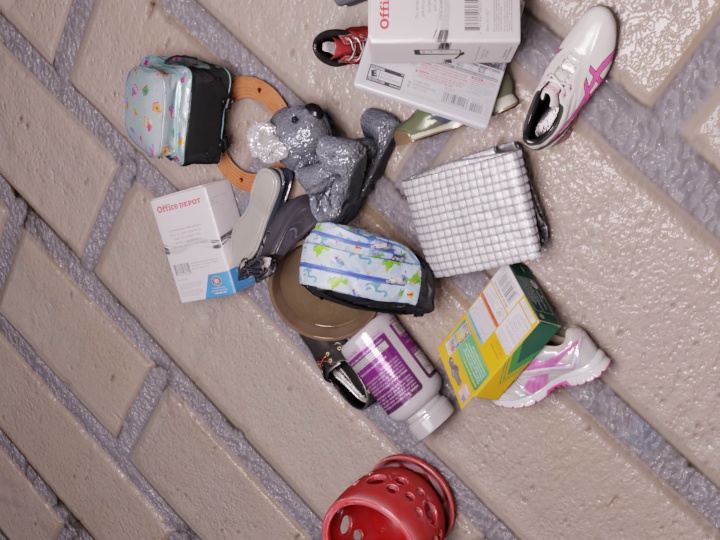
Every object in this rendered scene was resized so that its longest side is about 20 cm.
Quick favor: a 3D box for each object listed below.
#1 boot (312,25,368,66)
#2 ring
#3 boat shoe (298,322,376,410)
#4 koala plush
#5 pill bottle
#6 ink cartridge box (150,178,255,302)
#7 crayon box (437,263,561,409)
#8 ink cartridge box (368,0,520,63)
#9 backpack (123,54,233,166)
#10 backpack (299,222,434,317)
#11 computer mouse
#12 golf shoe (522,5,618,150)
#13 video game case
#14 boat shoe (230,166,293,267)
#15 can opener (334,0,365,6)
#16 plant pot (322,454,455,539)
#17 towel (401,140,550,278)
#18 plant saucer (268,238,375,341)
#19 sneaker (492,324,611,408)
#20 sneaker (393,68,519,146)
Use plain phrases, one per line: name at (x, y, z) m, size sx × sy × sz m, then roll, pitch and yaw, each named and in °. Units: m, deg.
boot at (0.034, -0.322, 1.104) m, size 0.196 × 0.144 × 0.074 m, roll 10°, pitch 111°, yaw 27°
ring at (-0.192, -0.238, 1.344) m, size 0.196 × 0.019 × 0.206 m, roll 10°, pitch 110°, yaw 28°
boat shoe at (-0.042, 0.163, 1.363) m, size 0.201 × 0.063 × 0.074 m, roll 46°, pitch 125°, yaw 12°
koala plush at (-0.072, -0.187, 1.202) m, size 0.198 × 0.177 × 0.186 m, roll 33°, pitch 130°, yaw 12°
pill bottle at (0.066, 0.177, 1.271) m, size 0.112 × 0.112 × 0.201 m, roll -42°, pitch 83°, yaw 34°
ink cartridge box at (-0.292, -0.054, 1.424) m, size 0.144 × 0.085 × 0.205 m, roll -9°, pitch 101°, yaw 32°
crayon box at (0.206, 0.103, 1.160) m, size 0.202 × 0.051 × 0.127 m, roll -56°, pitch 36°, yaw 32°
ink cartridge box at (0.107, -0.358, 1.001) m, size 0.194 × 0.084 × 0.150 m, roll 1°, pitch 87°, yaw 2°
backpack at (-0.327, -0.283, 1.319) m, size 0.199 × 0.150 × 0.180 m, roll 34°, pitch 123°, yaw 48°
backpack at (0.000, 0.000, 1.175) m, size 0.163 × 0.195 × 0.158 m, roll -158°, pitch 65°, yaw -70°
computer mouse at (-0.129, -0.067, 1.261) m, size 0.053 × 0.200 × 0.138 m, roll 50°, pitch 156°, yaw -18°
golf shoe at (0.279, -0.251, 1.013) m, size 0.072 × 0.092 × 0.203 m, roll 31°, pitch 118°, yaw 19°
video game case at (0.109, -0.312, 1.053) m, size 0.195 × 0.023 × 0.186 m, roll 18°, pitch 88°, yaw 3°
boat shoe at (-0.173, -0.093, 1.334) m, size 0.074 × 0.061 × 0.203 m, roll 37°, pitch 120°, yaw 27°
can opener at (0.051, -0.414, 1.118) m, size 0.196 × 0.053 × 0.069 m, roll -8°, pitch 102°, yaw 34°
plant pot at (0.057, 0.439, 1.321) m, size 0.196 × 0.182 × 0.206 m, roll 10°, pitch 111°, yaw 27°
towel at (0.176, -0.090, 1.135) m, size 0.196 × 0.085 × 0.170 m, roll -13°, pitch 98°, yaw 35°
plant saucer at (-0.062, 0.030, 1.310) m, size 0.194 × 0.030 × 0.205 m, roll 3°, pitch 118°, yaw 6°
sneaker at (0.277, 0.143, 1.159) m, size 0.198 × 0.081 × 0.090 m, roll -30°, pitch 86°, yaw 28°
sneaker at (0.130, -0.255, 1.118) m, size 0.196 × 0.067 × 0.092 m, roll -14°, pitch 98°, yaw 28°
